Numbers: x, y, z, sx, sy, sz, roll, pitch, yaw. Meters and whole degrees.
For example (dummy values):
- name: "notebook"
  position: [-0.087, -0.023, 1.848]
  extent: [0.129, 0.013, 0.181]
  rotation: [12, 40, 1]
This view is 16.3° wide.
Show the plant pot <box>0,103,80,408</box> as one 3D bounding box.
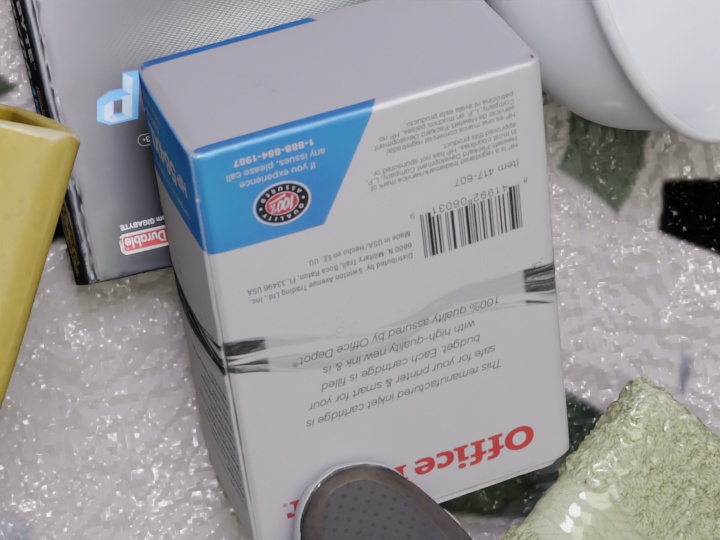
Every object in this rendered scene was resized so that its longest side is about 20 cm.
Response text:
- name: "plant pot"
  position: [-0.230, 0.022, 0.967]
  extent: [0.194, 0.196, 0.200]
  rotation: [10, 93, -15]

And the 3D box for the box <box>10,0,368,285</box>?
- name: "box"
  position: [-0.043, -0.091, 1.087]
  extent: [0.200, 0.046, 0.159]
  rotation: [-13, 93, -15]

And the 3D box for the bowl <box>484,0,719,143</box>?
- name: "bowl"
  position: [0.098, -0.145, 1.083]
  extent: [0.201, 0.090, 0.201]
  rotation: [26, 58, -52]

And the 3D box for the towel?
- name: "towel"
  position: [0.140, 0.154, 1.112]
  extent: [0.148, 0.036, 0.200]
  rotation: [-49, 119, -12]

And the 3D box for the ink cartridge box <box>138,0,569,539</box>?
- name: "ink cartridge box"
  position: [0.000, 0.000, 1.035]
  extent: [0.146, 0.084, 0.200]
  rotation: [-17, 126, -14]

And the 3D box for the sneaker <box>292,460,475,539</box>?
- name: "sneaker"
  position: [0.042, 0.157, 0.985]
  extent: [0.077, 0.082, 0.200]
  rotation: [-29, 78, -11]
